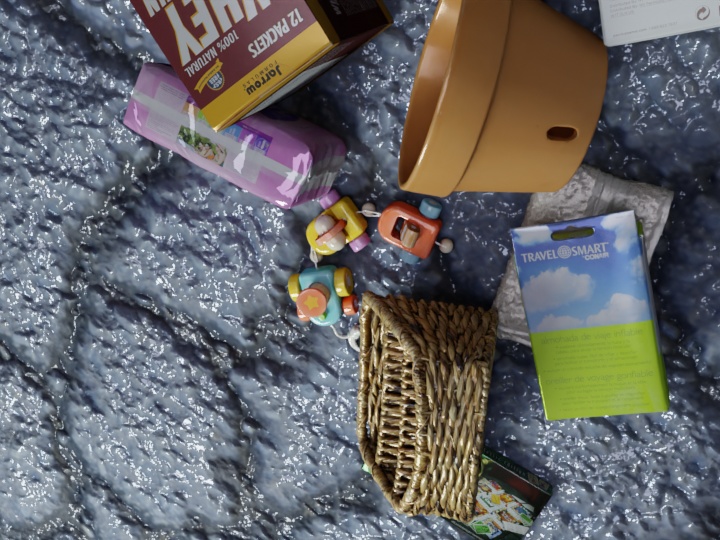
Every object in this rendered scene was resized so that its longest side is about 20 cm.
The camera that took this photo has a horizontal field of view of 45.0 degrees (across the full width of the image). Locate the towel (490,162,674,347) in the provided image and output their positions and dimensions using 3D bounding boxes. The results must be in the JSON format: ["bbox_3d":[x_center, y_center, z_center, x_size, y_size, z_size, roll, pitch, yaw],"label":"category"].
[{"bbox_3d":[0.212,-0.005,0.861,0.130,0.035,0.203,19,114,9],"label":"towel"}]

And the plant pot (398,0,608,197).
[{"bbox_3d":[0.124,-0.154,0.757,0.138,0.201,0.203,13,115,-5],"label":"plant pot"}]

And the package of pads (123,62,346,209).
[{"bbox_3d":[-0.120,-0.135,0.864,0.198,0.120,0.077,27,104,10],"label":"package of pads"}]

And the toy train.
[{"bbox_3d":[0.000,0.000,0.919,0.149,0.056,0.202,30,116,5],"label":"toy train"}]

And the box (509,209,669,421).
[{"bbox_3d":[0.220,0.041,0.831,0.120,0.048,0.203,-8,107,21],"label":"box"}]

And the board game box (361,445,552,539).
[{"bbox_3d":[0.108,0.236,0.992,0.198,0.023,0.106,31,117,5],"label":"board game box"}]

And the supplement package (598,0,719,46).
[{"bbox_3d":[0.240,-0.297,0.695,0.115,0.117,0.203,-6,108,20],"label":"supplement package"}]

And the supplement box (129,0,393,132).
[{"bbox_3d":[-0.096,-0.260,0.771,0.132,0.200,0.199,-29,100,25],"label":"supplement box"}]

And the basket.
[{"bbox_3d":[0.055,0.143,0.875,0.146,0.143,0.203,8,116,9],"label":"basket"}]
